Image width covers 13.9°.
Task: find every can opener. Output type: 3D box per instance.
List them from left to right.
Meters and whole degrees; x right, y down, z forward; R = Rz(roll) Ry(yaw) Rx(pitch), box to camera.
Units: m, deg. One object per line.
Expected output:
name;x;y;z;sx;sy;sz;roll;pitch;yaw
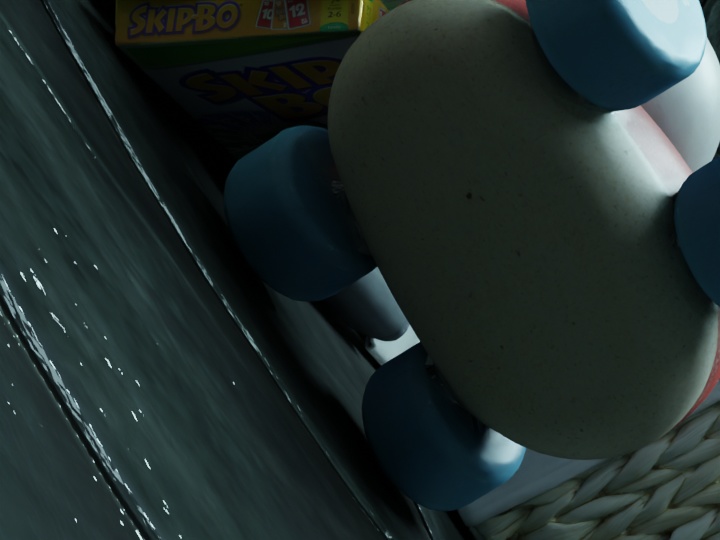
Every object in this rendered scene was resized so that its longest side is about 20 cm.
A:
can opener;0.000;0.000;1.231;0.066;0.053;0.200;21;-15;27

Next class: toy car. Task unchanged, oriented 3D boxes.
toy car;0.090;-0.038;1.093;0.177;0.184;0.200;57;34;-1

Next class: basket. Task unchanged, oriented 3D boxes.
basket;0.151;0.091;1.233;0.124;0.200;0.136;63;6;2

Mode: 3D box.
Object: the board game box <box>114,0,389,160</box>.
board game box;-0.024;-0.075;1.154;0.200;0.095;0.030;48;42;-67

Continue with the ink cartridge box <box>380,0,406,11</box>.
ink cartridge box;0.099;-0.138;1.175;0.200;0.160;0.047;-11;88;-63
